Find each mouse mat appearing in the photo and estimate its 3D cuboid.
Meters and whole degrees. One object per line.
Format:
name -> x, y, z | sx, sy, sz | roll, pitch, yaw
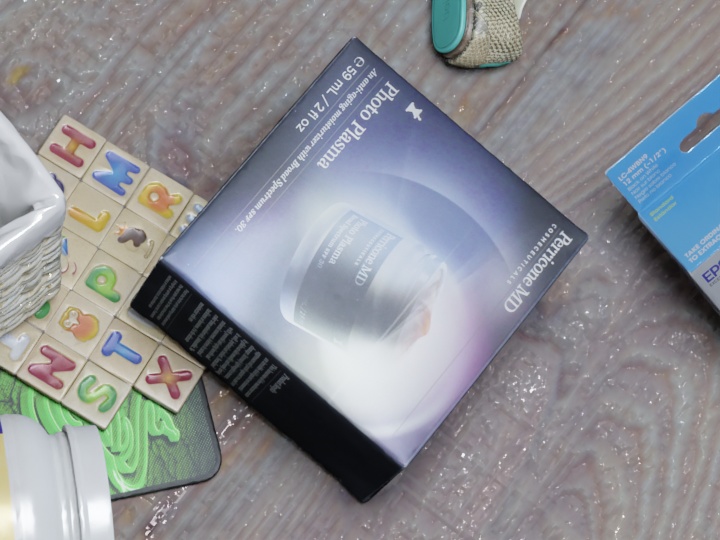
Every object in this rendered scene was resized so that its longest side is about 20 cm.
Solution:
mouse mat -> -0.184, 0.052, 1.747 | 0.160, 0.008, 0.201 | -11, 75, -13

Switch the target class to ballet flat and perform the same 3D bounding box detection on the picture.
ballet flat -> 0.079, -0.231, 1.863 | 0.075, 0.068, 0.201 | 2, 75, -32

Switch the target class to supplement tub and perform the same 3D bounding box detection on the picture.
supplement tub -> -0.250, 0.161, 1.625 | 0.199, 0.145, 0.146 | -5, 72, -11

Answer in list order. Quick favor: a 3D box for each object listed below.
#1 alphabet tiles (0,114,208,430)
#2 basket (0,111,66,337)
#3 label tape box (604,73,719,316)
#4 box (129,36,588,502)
alphabet tiles -> -0.176, -0.001, 1.759 | 0.200, 0.006, 0.167 | 31, 70, 2
basket -> -0.305, -0.032, 1.663 | 0.200, 0.161, 0.198 | -37, 77, -14
label tape box -> 0.272, -0.030, 1.747 | 0.143, 0.066, 0.200 | -40, 115, 5
box -> 0.000, 0.000, 1.725 | 0.198, 0.123, 0.200 | 40, 70, -2
